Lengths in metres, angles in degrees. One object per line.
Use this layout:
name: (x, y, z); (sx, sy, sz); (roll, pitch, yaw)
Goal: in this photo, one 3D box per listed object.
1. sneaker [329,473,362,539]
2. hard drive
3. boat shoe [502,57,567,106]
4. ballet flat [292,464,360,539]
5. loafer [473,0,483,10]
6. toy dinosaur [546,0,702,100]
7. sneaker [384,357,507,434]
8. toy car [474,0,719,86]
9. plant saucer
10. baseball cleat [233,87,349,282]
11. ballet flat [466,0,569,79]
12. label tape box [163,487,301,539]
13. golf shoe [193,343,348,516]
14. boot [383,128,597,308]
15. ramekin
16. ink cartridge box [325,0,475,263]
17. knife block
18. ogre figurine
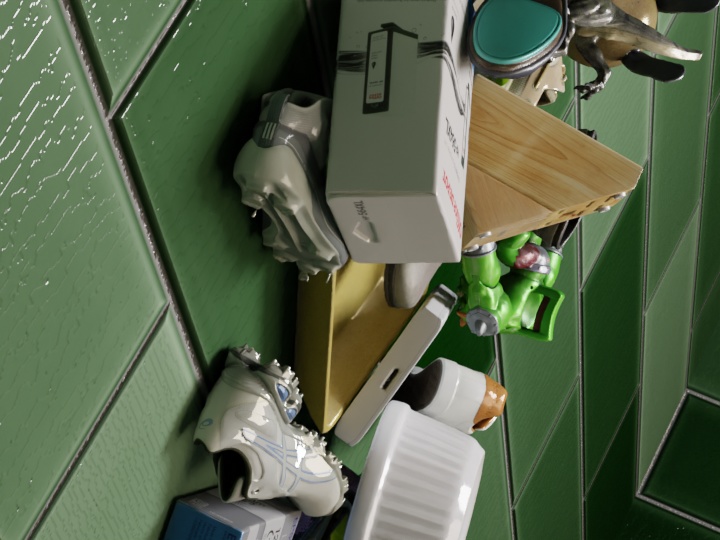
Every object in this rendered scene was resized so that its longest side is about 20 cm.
sneaker: (0.006, 0.270, 2.058); (0.084, 0.074, 0.201); (-52, 156, -32)
hard drive: (0.034, 0.080, 1.871); (0.132, 0.027, 0.200); (-55, 178, 8)
boat shoe: (0.151, -0.174, 1.937); (0.201, 0.065, 0.072); (-56, -171, -31)
ballet flat: (-0.053, 0.257, 1.872); (0.201, 0.071, 0.069); (-61, 162, -21)
loafer: (0.084, -0.262, 1.656); (0.200, 0.075, 0.069); (82, 28, -59)
toy dinosaur: (0.184, -0.195, 1.748); (0.089, 0.199, 0.047); (-62, -170, -15)
sneaker: (0.077, 0.129, 1.975); (0.200, 0.084, 0.073); (158, -52, -73)
toy car: (0.198, -0.231, 1.825); (0.165, 0.199, 0.158); (-61, 162, -21)
plant saucer: (0.000, 0.000, 1.763); (0.200, 0.048, 0.201); (-53, 157, -42)
baseball cleat: (-0.037, -0.065, 1.544); (0.200, 0.069, 0.107); (68, 40, -70)
ballet flat: (0.123, -0.187, 1.612); (0.201, 0.072, 0.073); (-67, 167, -45)
label tape box: (-0.105, 0.249, 1.716); (0.200, 0.066, 0.144); (-1, 111, -70)
golf shoe: (-0.077, 0.147, 1.657); (0.097, 0.078, 0.200); (-53, 141, -21)
boot: (0.108, -0.045, 1.735); (0.201, 0.130, 0.068); (-64, 162, -13)
ramekin: (0.044, 0.221, 1.865); (0.202, 0.093, 0.204); (15, 90, -83)
ink cartridge box: (0.032, -0.120, 1.554); (0.146, 0.084, 0.202); (63, 29, -69)
knife block: (0.101, -0.114, 1.682); (0.064, 0.198, 0.177); (133, -60, -75)
ogre figurine: (0.134, -0.001, 1.898); (0.200, 0.097, 0.121); (-2, 98, -83)
